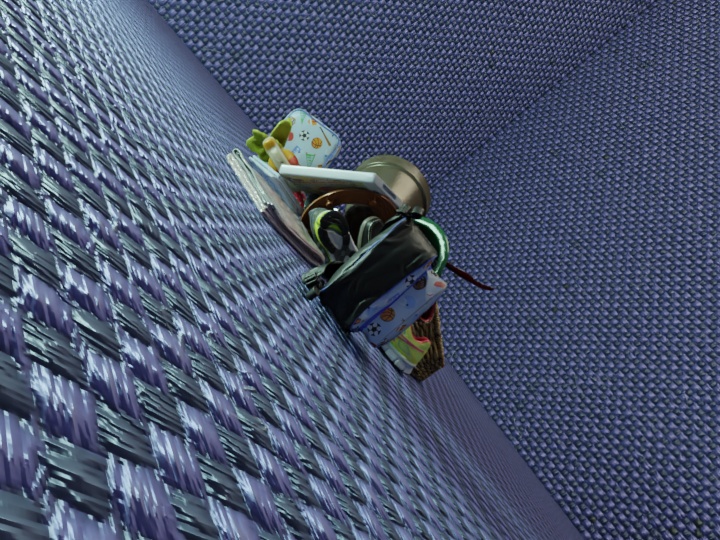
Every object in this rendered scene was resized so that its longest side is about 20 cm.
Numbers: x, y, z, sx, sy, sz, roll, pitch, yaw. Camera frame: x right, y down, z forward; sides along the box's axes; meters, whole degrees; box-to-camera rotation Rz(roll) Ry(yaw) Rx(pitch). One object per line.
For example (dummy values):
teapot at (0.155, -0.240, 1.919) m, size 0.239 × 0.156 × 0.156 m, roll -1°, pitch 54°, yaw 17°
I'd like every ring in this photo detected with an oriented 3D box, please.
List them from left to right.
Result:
ring at (-0.021, -0.081, 1.366) m, size 0.200 × 0.200 × 0.019 m, roll 48°, pitch 24°, yaw -42°

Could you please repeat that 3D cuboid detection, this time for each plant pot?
plant pot at (0.043, -0.133, 1.556) m, size 0.200 × 0.200 × 0.174 m, roll 50°, pitch 36°, yaw -15°

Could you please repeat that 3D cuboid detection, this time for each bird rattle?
bird rattle at (-0.166, -0.218, 1.479) m, size 0.163 × 0.112 × 0.201 m, roll -102°, pitch 169°, yaw -81°

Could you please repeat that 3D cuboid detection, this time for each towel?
towel at (-0.153, -0.114, 1.260) m, size 0.191 × 0.032 × 0.200 m, roll 48°, pitch 5°, yaw -48°

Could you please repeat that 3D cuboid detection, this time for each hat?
hat at (0.142, 0.003, 1.471) m, size 0.200 × 0.166 × 0.176 m, roll 46°, pitch 3°, yaw 35°

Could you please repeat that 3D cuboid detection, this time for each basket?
basket at (0.146, 0.142, 1.497) m, size 0.143 × 0.149 × 0.200 m, roll 51°, pitch 2°, yaw 7°

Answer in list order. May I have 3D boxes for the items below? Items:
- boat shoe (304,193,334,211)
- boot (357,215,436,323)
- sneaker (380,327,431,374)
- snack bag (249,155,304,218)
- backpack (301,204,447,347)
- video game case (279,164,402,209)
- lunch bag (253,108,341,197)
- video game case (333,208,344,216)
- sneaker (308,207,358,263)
boat shoe at (-0.085, -0.118, 1.492) m, size 0.062 × 0.073 × 0.200 m, roll 56°, pitch -3°, yaw 7°
boot at (0.070, 0.002, 1.314) m, size 0.150 × 0.073 × 0.201 m, roll 18°, pitch -60°, yaw 45°
sneaker at (0.052, 0.091, 1.269) m, size 0.200 × 0.090 × 0.078 m, roll 49°, pitch 5°, yaw -12°
snack bag at (-0.153, -0.142, 1.447) m, size 0.200 × 0.021 × 0.189 m, roll 57°, pitch -9°, yaw -32°
backpack at (0.031, 0.019, 1.014) m, size 0.154 × 0.200 × 0.190 m, roll 55°, pitch -4°, yaw -1°
video game case at (-0.035, -0.163, 1.373) m, size 0.199 × 0.023 × 0.182 m, roll 9°, pitch -8°, yaw 22°
lunch bag at (-0.145, -0.261, 1.616) m, size 0.160 × 0.200 × 0.076 m, roll 37°, pitch 2°, yaw -1°
video game case at (-0.084, -0.113, 1.647) m, size 0.142 × 0.018 × 0.200 m, roll 13°, pitch -13°, yaw 22°
sneaker at (-0.044, -0.039, 1.311) m, size 0.081 × 0.074 × 0.201 m, roll 44°, pitch -24°, yaw 53°
